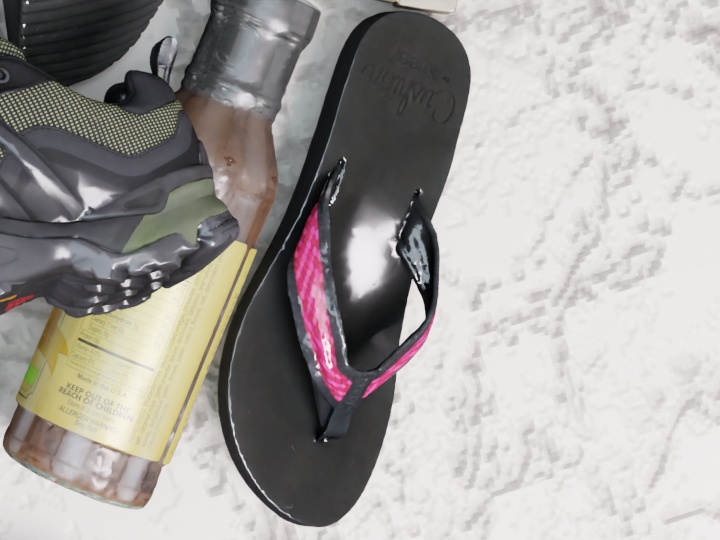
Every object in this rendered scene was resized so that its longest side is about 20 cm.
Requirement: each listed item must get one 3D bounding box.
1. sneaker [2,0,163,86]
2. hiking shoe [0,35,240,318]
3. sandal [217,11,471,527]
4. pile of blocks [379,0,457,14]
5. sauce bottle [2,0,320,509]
[{"bbox_3d":[-0.110,-0.166,0.986,0.074,0.089,0.200,-18,132,-37],"label":"sneaker"},{"bbox_3d":[-0.145,-0.029,0.927,0.200,0.076,0.101,-8,73,-31],"label":"hiking shoe"},{"bbox_3d":[0.000,0.000,1.013,0.075,0.045,0.200,15,91,-34],"label":"sandal"},{"bbox_3d":[-0.020,-0.180,1.003,0.082,0.062,0.200,-42,96,-1],"label":"pile of blocks"},{"bbox_3d":[-0.070,-0.013,1.010,0.065,0.065,0.200,23,90,-6],"label":"sauce bottle"}]
